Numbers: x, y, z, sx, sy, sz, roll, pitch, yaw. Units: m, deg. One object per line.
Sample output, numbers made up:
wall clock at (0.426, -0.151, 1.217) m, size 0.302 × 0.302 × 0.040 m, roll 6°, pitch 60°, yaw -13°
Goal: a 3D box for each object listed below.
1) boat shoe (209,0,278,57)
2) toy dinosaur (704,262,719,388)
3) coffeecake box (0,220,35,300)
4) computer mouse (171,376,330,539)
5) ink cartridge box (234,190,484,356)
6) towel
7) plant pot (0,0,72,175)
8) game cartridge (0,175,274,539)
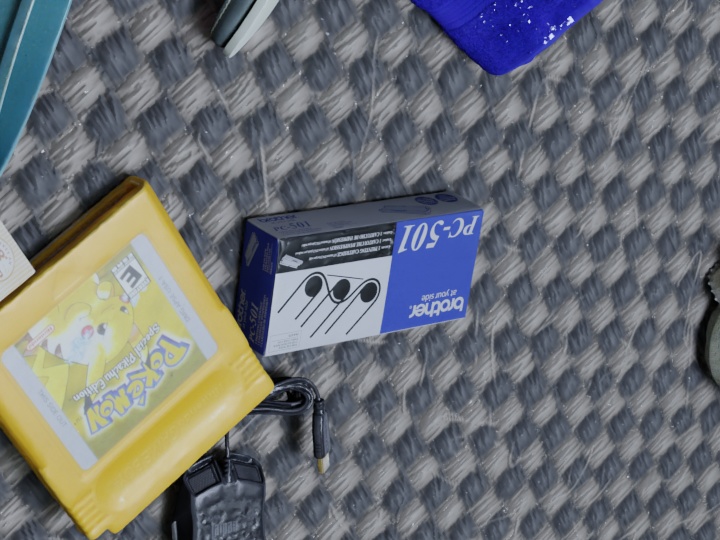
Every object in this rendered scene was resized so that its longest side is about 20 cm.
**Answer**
boat shoe at (-0.058, -0.240, 1.256) m, size 0.062 × 0.073 × 0.201 m, roll 28°, pitch 99°, yaw -2°
toy dinosaur at (0.355, 0.059, 1.753) m, size 0.102 × 0.077 × 0.201 m, roll -3°, pitch 117°, yaw -28°
coffeecake box at (-0.302, -0.003, 1.042) m, size 0.154 × 0.073 × 0.200 m, roll 57°, pitch 44°, yaw -11°
computer mouse at (-0.085, 0.172, 1.426) m, size 0.140 × 0.046 × 0.201 m, roll -13°, pitch 106°, yaw -32°
ink cartridge box at (0.000, 0.000, 1.417) m, size 0.199 × 0.044 × 0.095 m, roll -9°, pitch 117°, yaw -39°
towel at (0.097, -0.235, 1.356) m, size 0.148 × 0.050 × 0.200 m, roll -43°, pitch 133°, yaw 12°
plant pot at (-0.252, -0.168, 0.995) m, size 0.187 × 0.200 × 0.201 m, roll 19°, pitch 99°, yaw -6°
game cartridge at (-0.167, 0.065, 1.294) m, size 0.176 × 0.032 × 0.200 m, roll -42°, pitch 124°, yaw -18°
